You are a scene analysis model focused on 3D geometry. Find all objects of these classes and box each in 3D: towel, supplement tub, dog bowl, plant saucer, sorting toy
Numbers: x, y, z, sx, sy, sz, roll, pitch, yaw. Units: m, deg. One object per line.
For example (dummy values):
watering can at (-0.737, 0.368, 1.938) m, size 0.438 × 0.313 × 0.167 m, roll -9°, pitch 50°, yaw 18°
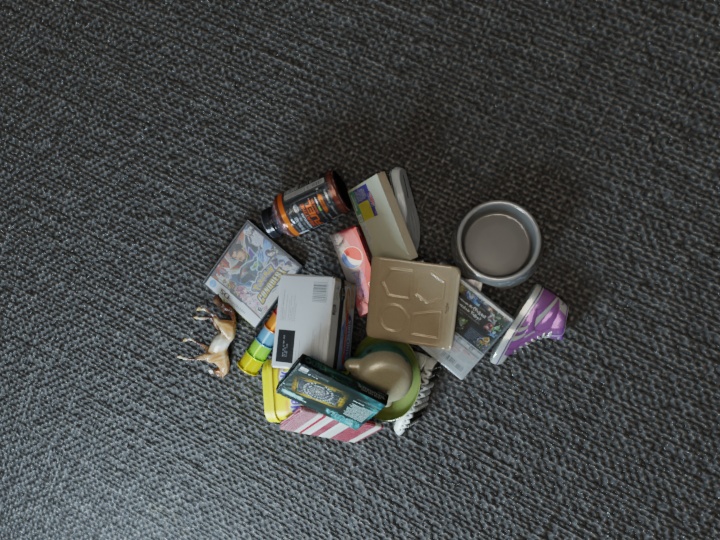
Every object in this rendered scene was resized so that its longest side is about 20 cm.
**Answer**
towel at (-0.067, 0.349, 1.302) m, size 0.199 × 0.144 × 0.023 m, roll 17°, pitch 55°, yaw -21°
supplement tub at (-0.127, -0.145, 1.326) m, size 0.199 × 0.107 × 0.107 m, roll -23°, pitch 88°, yaw 14°
dog bowl at (0.295, -0.060, 1.237) m, size 0.199 × 0.059 × 0.201 m, roll -1°, pitch 82°, yaw 9°
plant saucer at (0.062, 0.239, 1.313) m, size 0.199 × 0.031 × 0.201 m, roll -4°, pitch 84°, yaw 39°
sorting toy at (0.112, 0.068, 1.245) m, size 0.199 × 0.036 × 0.186 m, roll 9°, pitch 105°, yaw 19°

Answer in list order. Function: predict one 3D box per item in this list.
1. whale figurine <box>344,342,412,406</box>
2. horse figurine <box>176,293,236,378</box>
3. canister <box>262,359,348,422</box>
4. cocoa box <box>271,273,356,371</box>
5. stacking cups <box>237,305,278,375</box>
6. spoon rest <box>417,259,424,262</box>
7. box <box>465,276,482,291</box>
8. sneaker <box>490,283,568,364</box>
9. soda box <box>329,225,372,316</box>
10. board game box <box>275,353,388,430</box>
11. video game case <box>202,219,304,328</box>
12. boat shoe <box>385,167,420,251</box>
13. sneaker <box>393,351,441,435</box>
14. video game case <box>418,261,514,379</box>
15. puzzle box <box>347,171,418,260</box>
whale figurine at (0.017, 0.232, 1.244) m, size 0.200 × 0.104 × 0.159 m, roll -34°, pitch 118°, yaw 19°
horse figurine at (-0.358, 0.163, 1.411) m, size 0.132 × 0.050 × 0.201 m, roll 22°, pitch 95°, yaw -16°
canister at (-0.121, 0.274, 1.350) m, size 0.199 × 0.087 × 0.149 m, roll -8°, pitch 81°, yaw 18°
cocoa box at (-0.098, 0.115, 1.252) m, size 0.133 × 0.131 × 0.201 m, roll 3°, pitch 83°, yaw 22°
stacking cups at (-0.226, 0.156, 1.399) m, size 0.060 × 0.060 × 0.200 m, roll 32°, pitch 97°, yaw 9°
spoon rest at (0.156, 0.067, 1.307) m, size 0.099 × 0.061 × 0.201 m, roll -14°, pitch 104°, yaw 15°
box at (0.240, 0.108, 1.292) m, size 0.041 × 0.039 × 0.201 m, roll 10°, pitch 96°, yaw 14°
sneaker at (0.373, 0.141, 1.248) m, size 0.114 × 0.073 × 0.201 m, roll 34°, pitch 101°, yaw 5°
soda box at (0.000, 0.000, 1.328) m, size 0.070 × 0.063 × 0.201 m, roll -21°, pitch 88°, yaw 14°
board game box at (-0.061, 0.253, 1.182) m, size 0.199 × 0.028 × 0.135 m, roll 29°, pitch 134°, yaw -12°
video game case at (-0.264, 0.008, 1.409) m, size 0.181 × 0.025 × 0.200 m, roll 40°, pitch 101°, yaw 8°
boat shoe at (0.085, -0.130, 1.304) m, size 0.071 × 0.072 × 0.201 m, roll -9°, pitch 90°, yaw 33°
sneaker at (0.117, 0.281, 1.324) m, size 0.081 × 0.075 × 0.201 m, roll 25°, pitch 99°, yaw 27°
video game case at (0.200, 0.111, 1.258) m, size 0.200 × 0.023 × 0.182 m, roll 39°, pitch 109°, yaw 6°
puzzle box at (0.047, -0.107, 1.282) m, size 0.133 × 0.025 × 0.201 m, roll -18°, pitch 94°, yaw 58°
